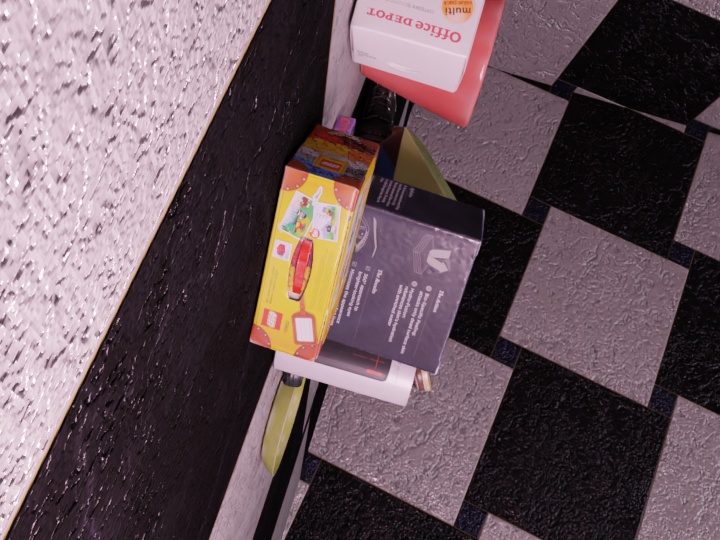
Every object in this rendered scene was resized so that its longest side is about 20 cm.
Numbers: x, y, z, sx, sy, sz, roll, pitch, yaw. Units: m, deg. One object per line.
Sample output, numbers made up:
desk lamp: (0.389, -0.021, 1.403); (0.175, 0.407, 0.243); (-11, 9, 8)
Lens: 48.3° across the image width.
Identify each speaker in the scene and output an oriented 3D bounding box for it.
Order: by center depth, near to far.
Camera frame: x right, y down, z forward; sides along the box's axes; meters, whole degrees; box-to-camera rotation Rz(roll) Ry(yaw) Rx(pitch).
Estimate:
speaker: (-0.018, 0.125, 1.126); (0.081, 0.196, 0.083); (16, 90, -87)

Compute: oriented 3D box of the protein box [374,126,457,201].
protein box: (0.083, -0.097, 1.300); (0.134, 0.201, 0.200); (-31, 174, 12)

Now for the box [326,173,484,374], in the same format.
box: (0.040, -0.002, 1.049); (0.118, 0.196, 0.200); (-66, 174, -64)

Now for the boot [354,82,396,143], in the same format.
boot: (0.035, -0.304, 1.312); (0.201, 0.068, 0.177); (-78, 178, -68)

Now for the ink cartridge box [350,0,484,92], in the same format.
ink cartridge box: (0.082, -0.347, 0.975); (0.145, 0.144, 0.204); (54, 51, -87)

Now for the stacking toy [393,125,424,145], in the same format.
stacking toy: (0.037, -0.203, 1.546); (0.199, 0.144, 0.149); (-21, 129, -64)

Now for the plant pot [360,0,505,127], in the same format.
plant pot: (0.101, -0.331, 1.169); (0.200, 0.174, 0.204); (16, 90, -88)

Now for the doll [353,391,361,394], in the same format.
doll: (-0.022, 0.091, 1.235); (0.136, 0.048, 0.203); (-28, 100, -68)

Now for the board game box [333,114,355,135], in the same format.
board game box: (-0.049, -0.093, 1.049); (0.121, 0.032, 0.202); (97, 9, -51)

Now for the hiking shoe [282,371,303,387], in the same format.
hiking shoe: (-0.065, 0.107, 1.261); (0.201, 0.085, 0.075); (-71, 177, -50)

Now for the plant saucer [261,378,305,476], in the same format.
plant saucer: (-0.128, 0.237, 1.337); (0.200, 0.030, 0.204); (16, 89, -88)

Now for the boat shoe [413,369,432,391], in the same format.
boat shoe: (0.054, 0.128, 1.243); (0.201, 0.071, 0.073); (-120, -166, -58)

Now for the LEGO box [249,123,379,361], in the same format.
LEGO box: (-0.048, -0.032, 0.863); (0.149, 0.076, 0.203); (-69, 174, -63)
